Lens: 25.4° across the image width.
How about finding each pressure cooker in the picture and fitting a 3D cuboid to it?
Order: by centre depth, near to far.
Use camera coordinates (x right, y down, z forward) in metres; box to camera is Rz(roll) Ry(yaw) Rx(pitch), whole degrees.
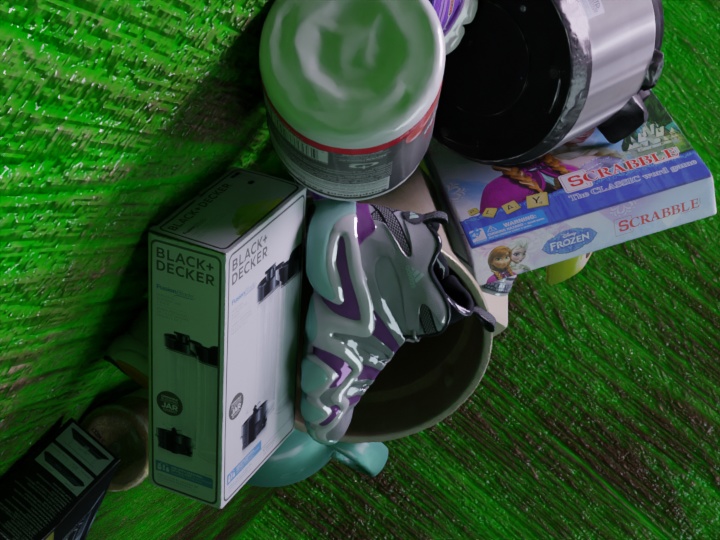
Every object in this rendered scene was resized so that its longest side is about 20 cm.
[{"bbox_3d":[0.141,-0.184,1.244,0.199,0.177,0.178,-30,127,-50],"label":"pressure cooker"}]

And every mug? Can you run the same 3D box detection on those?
[{"bbox_3d":[-0.070,0.115,1.459,0.115,0.182,0.154,88,-3,-76],"label":"mug"}]

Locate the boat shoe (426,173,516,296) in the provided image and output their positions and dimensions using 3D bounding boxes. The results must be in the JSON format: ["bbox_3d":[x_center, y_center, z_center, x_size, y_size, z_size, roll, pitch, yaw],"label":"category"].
[{"bbox_3d":[0.078,-0.054,1.385,0.070,0.200,0.070,11,111,-33],"label":"boat shoe"}]

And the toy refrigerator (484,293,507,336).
[{"bbox_3d":[0.049,0.054,1.523,0.199,0.070,0.077,-36,-144,40],"label":"toy refrigerator"}]

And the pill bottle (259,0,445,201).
[{"bbox_3d":[-0.006,-0.107,1.005,0.111,0.110,0.200,-51,174,-9],"label":"pill bottle"}]

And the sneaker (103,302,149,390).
[{"bbox_3d":[-0.125,0.051,1.198,0.093,0.075,0.200,-56,175,-3],"label":"sneaker"}]

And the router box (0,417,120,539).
[{"bbox_3d":[-0.264,0.220,1.184,0.157,0.052,0.201,-47,171,-40],"label":"router box"}]

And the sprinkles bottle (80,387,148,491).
[{"bbox_3d":[-0.168,0.127,1.307,0.069,0.068,0.200,-53,173,11],"label":"sprinkles bottle"}]

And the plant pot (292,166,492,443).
[{"bbox_3d":[0.000,0.000,1.270,0.201,0.199,0.184,-56,-161,30],"label":"plant pot"}]

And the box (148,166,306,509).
[{"bbox_3d":[-0.092,0.045,1.093,0.117,0.059,0.202,-42,142,-54],"label":"box"}]

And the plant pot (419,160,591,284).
[{"bbox_3d":[0.158,-0.117,1.512,0.201,0.180,0.200,-56,155,-37],"label":"plant pot"}]

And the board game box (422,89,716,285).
[{"bbox_3d":[0.161,-0.086,1.304,0.198,0.200,0.041,-17,127,-3],"label":"board game box"}]

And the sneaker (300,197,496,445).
[{"bbox_3d":[0.027,0.044,1.141,0.078,0.138,0.202,-88,-179,-55],"label":"sneaker"}]

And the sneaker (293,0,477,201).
[{"bbox_3d":[0.002,-0.142,1.143,0.201,0.080,0.083,-61,156,11],"label":"sneaker"}]
